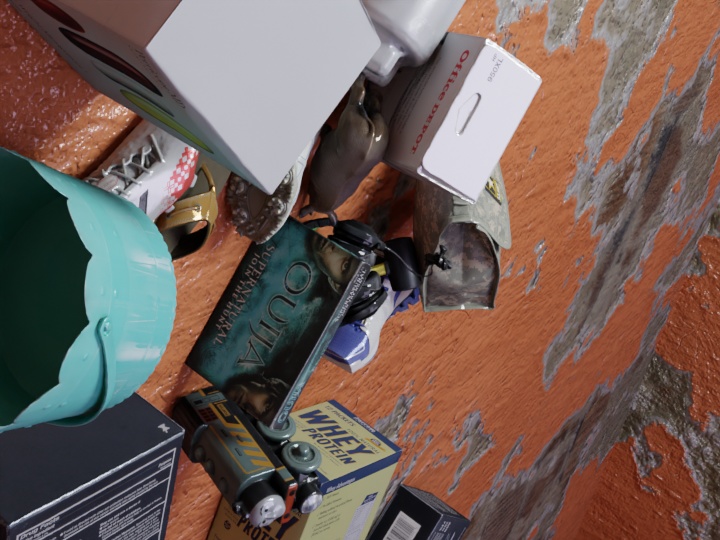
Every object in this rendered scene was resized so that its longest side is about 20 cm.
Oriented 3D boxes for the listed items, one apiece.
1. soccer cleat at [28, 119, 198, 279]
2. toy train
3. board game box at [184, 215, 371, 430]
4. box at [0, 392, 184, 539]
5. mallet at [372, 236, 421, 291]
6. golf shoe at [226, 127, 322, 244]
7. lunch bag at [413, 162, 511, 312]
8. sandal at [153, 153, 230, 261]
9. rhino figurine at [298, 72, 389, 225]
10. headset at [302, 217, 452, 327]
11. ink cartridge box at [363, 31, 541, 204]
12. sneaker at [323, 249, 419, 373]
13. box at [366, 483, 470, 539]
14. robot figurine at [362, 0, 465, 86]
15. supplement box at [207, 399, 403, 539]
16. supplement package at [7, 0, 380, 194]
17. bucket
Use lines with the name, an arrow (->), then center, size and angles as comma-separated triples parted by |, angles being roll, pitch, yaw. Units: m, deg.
soccer cleat -> -0.203, -0.064, 0.811 | 0.201, 0.068, 0.085 | -55, 156, 2
toy train -> -0.126, 0.201, 1.067 | 0.113, 0.200, 0.086 | -12, 131, -36
board game box -> -0.090, 0.049, 1.032 | 0.201, 0.135, 0.028 | -61, 152, 3
box -> -0.285, 0.232, 0.900 | 0.199, 0.123, 0.200 | -24, 137, -50
mallet -> -0.014, 0.021, 1.161 | 0.198, 0.041, 0.066 | -23, 100, -21
golf shoe -> -0.070, -0.122, 0.969 | 0.097, 0.078, 0.202 | -24, 139, -58
lunch bag -> 0.124, -0.070, 1.203 | 0.201, 0.116, 0.165 | 86, 1, -56
sandal -> -0.170, -0.041, 0.894 | 0.201, 0.054, 0.080 | -58, 154, -17
rhino figurine -> -0.024, -0.112, 1.012 | 0.059, 0.088, 0.200 | 7, 149, -21
headset -> 0.000, 0.000, 1.097 | 0.198, 0.094, 0.125 | -7, 99, -16
ink cartridge box -> 0.078, -0.169, 1.013 | 0.084, 0.200, 0.146 | 26, 95, -29
sneaker -> 0.012, 0.026, 1.250 | 0.200, 0.080, 0.116 | -47, 147, -34
box -> 0.108, 0.504, 1.830 | 0.149, 0.104, 0.200 | -57, 153, -4
robot figurine -> 0.049, -0.286, 0.959 | 0.201, 0.112, 0.170 | -58, 180, -2
supplement box -> -0.075, 0.310, 1.308 | 0.199, 0.134, 0.201 | -7, 123, -56
supplement package -> -0.126, -0.191, 0.671 | 0.148, 0.199, 0.191 | -54, 151, -8
bucket -> -0.241, 0.018, 0.692 | 0.209, 0.206, 0.135 | -61, 158, 5
